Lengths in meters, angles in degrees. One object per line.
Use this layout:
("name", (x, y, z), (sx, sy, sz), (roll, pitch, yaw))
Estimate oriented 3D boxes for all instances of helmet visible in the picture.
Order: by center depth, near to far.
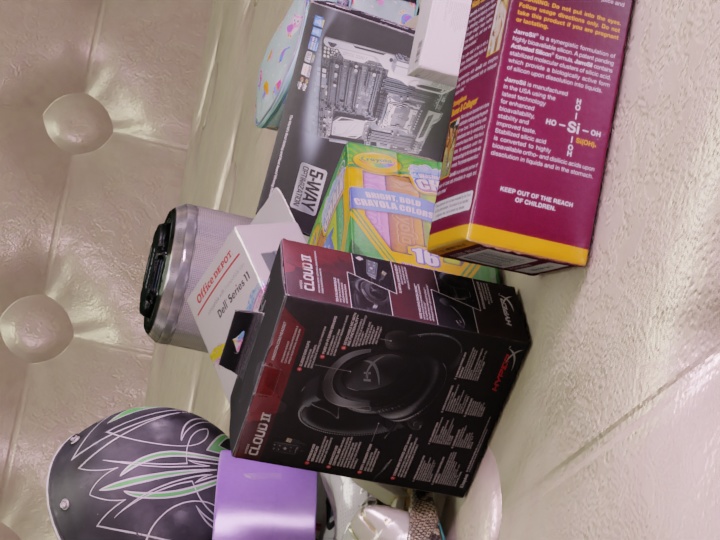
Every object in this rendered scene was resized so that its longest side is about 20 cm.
("helmet", (-0.198, 0.219, 1.601), (0.191, 0.200, 0.200), (123, 157, -60))

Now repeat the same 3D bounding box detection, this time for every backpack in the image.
("backpack", (-0.023, -0.183, 1.730), (0.176, 0.153, 0.200), (134, 140, -58))

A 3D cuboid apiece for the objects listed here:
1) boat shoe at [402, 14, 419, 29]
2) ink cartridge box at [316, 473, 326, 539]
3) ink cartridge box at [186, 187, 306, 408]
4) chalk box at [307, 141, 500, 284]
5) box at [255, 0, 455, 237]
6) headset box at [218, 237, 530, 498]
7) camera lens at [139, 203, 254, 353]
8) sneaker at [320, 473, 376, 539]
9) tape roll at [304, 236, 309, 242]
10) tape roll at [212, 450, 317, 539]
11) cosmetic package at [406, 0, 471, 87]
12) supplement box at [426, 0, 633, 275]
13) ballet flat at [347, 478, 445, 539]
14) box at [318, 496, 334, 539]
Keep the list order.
("boat shoe", (0.041, -0.133, 1.538), (0.063, 0.074, 0.202), (-26, -47, -68))
("ink cartridge box", (-0.063, 0.186, 1.678), (0.200, 0.083, 0.146), (138, 142, -69))
("ink cartridge box", (-0.082, 0.039, 1.456), (0.117, 0.067, 0.200), (-53, 53, 43))
("chalk box", (0.028, -0.015, 1.366), (0.200, 0.124, 0.125), (-94, 20, -52))
("box", (0.009, -0.117, 1.491), (0.050, 0.157, 0.200), (-16, -55, -64))
("headset box", (0.001, 0.071, 1.228), (0.077, 0.200, 0.149), (-97, 22, -57))
("camera lens", (-0.141, 0.018, 1.931), (0.160, 0.200, 0.160), (-168, 90, -78))
("sneaker", (0.015, 0.194, 1.376), (0.099, 0.078, 0.201), (155, 118, -67))
("tape roll", (-0.035, 0.023, 1.727), (0.203, 0.037, 0.203), (-48, 31, 42))
("tape roll", (-0.082, 0.254, 1.447), (0.200, 0.085, 0.201), (-178, 90, -88))
("cosmetic package", (0.099, -0.248, 1.387), (0.051, 0.082, 0.200), (163, 120, -79))
("supplement box", (0.114, -0.104, 1.156), (0.110, 0.085, 0.201), (166, 116, -77))
("ballet flat", (0.024, 0.174, 1.299), (0.068, 0.075, 0.200), (-43, 32, 38))
("box", (0.004, 0.178, 1.493), (0.119, 0.041, 0.200), (148, 135, -74))
